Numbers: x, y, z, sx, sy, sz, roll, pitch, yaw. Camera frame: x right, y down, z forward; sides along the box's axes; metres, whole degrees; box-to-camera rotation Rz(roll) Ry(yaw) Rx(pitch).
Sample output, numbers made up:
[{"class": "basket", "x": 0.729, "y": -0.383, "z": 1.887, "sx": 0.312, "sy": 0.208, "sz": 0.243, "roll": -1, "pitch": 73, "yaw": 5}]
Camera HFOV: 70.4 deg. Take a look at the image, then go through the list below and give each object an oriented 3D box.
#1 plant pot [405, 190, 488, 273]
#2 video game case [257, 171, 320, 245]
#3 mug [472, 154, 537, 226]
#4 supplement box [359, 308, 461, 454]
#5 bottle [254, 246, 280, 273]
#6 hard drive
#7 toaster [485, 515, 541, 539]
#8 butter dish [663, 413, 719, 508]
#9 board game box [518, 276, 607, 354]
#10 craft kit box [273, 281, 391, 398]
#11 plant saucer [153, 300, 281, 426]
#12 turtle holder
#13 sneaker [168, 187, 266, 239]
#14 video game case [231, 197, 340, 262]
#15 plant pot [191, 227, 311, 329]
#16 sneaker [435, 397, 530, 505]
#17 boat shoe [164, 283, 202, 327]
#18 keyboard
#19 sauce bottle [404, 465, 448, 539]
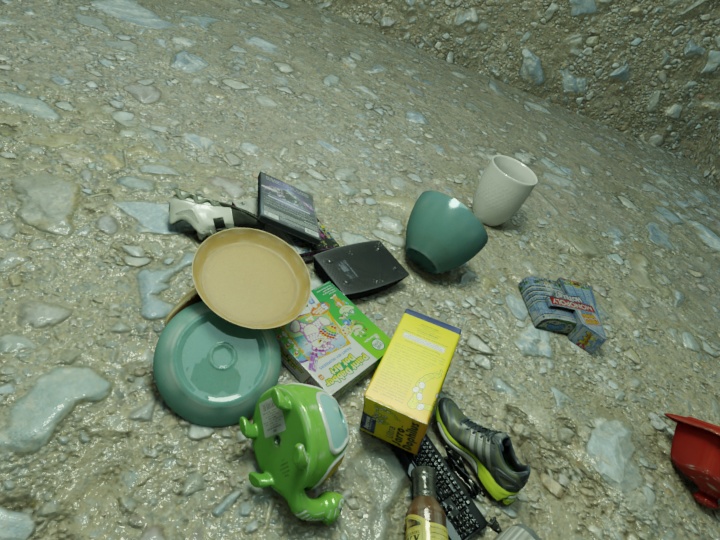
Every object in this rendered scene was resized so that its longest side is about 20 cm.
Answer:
[{"class": "plant pot", "x": 0.185, "y": -0.074, "z": 1.230, "sx": 0.199, "sy": 0.200, "sz": 0.135, "roll": 36, "pitch": 76, "yaw": 14}, {"class": "video game case", "x": -0.162, "y": -0.143, "z": 1.141, "sx": 0.142, "sy": 0.019, "sz": 0.201, "roll": 22, "pitch": 28, "yaw": -25}, {"class": "mug", "x": 0.410, "y": -0.244, "z": 1.532, "sx": 0.146, "sy": 0.176, "sz": 0.201, "roll": 9, "pitch": 40, "yaw": -20}, {"class": "supplement box", "x": 0.088, "y": 0.186, "z": 0.878, "sx": 0.108, "sy": 0.110, "sz": 0.201, "roll": 20, "pitch": 48, "yaw": 14}, {"class": "bottle", "x": -0.203, "y": 0.048, "z": 0.894, "sx": 0.083, "sy": 0.065, "sz": 0.201, "roll": 36, "pitch": 62, "yaw": -11}, {"class": "hard drive", "x": 0.000, "y": 0.000, "z": 1.136, "sx": 0.199, "sy": 0.043, "sz": 0.135, "roll": -16, "pitch": 54, "yaw": -40}, {"class": "toaster", "x": 0.213, "y": 0.448, "z": 0.688, "sx": 0.128, "sy": 0.114, "sz": 0.200, "roll": -17, "pitch": 56, "yaw": -38}, {"class": "butter dish", "x": 0.707, "y": 0.394, "z": 1.005, "sx": 0.199, "sy": 0.149, "sz": 0.199, "roll": 28, "pitch": -2, "yaw": 6}, {"class": "board game box", "x": 0.523, "y": 0.106, "z": 1.288, "sx": 0.198, "sy": 0.062, "sz": 0.201, "roll": 13, "pitch": 39, "yaw": -16}, {"class": "craft kit box", "x": -0.063, "y": 0.128, "z": 0.957, "sx": 0.197, "sy": 0.049, "sz": 0.199, "roll": 44, "pitch": 42, "yaw": 17}, {"class": "plant saucer", "x": -0.217, "y": 0.137, "z": 0.797, "sx": 0.198, "sy": 0.036, "sz": 0.202, "roll": 8, "pitch": 69, "yaw": -20}, {"class": "turtle holder", "x": -0.075, "y": 0.251, "z": 0.734, "sx": 0.131, "sy": 0.142, "sz": 0.185, "roll": 7, "pitch": 30, "yaw": -48}, {"class": "sneaker", "x": -0.299, "y": -0.101, "z": 1.063, "sx": 0.198, "sy": 0.090, "sz": 0.074, "roll": 15, "pitch": 0, "yaw": -8}, {"class": "video game case", "x": -0.170, "y": -0.094, "z": 1.154, "sx": 0.180, "sy": 0.036, "sz": 0.200, "roll": -14, "pitch": 53, "yaw": -39}, {"class": "plant pot", "x": -0.179, "y": 0.015, "z": 0.846, "sx": 0.198, "sy": 0.028, "sz": 0.202, "roll": 15, "pitch": 48, "yaw": -17}, {"class": "sneaker", "x": 0.212, "y": 0.294, "z": 0.880, "sx": 0.200, "sy": 0.081, "sz": 0.074, "roll": 47, "pitch": 32, "yaw": 22}, {"class": "boat shoe", "x": -0.275, "y": 0.051, "z": 0.918, "sx": 0.064, "sy": 0.072, "sz": 0.200, "roll": 6, "pitch": 34, "yaw": 36}, {"class": "keyboard", "x": 0.136, "y": 0.330, "z": 0.837, "sx": 0.103, "sy": 0.040, "sz": 0.201, "roll": -13, "pitch": 53, "yaw": -37}, {"class": "sauce bottle", "x": 0.095, "y": 0.385, "z": 0.734, "sx": 0.064, "sy": 0.065, "sz": 0.201, "roll": 17, "pitch": 37, "yaw": -10}]
